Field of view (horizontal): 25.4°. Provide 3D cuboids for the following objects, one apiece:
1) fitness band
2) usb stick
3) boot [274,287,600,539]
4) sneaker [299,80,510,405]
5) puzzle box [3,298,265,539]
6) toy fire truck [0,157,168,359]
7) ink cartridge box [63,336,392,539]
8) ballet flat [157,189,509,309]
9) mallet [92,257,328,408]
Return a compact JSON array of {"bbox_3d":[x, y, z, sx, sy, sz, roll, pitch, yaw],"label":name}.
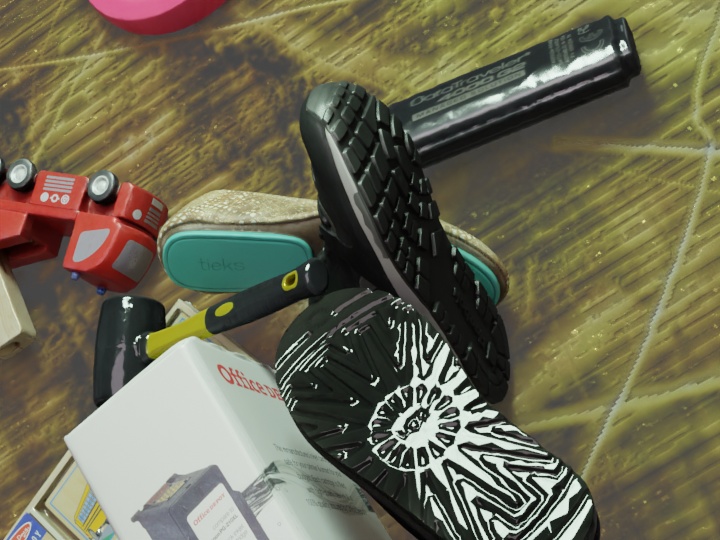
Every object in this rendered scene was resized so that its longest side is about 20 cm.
[{"bbox_3d":[-0.128,-0.253,1.063,0.142,0.037,0.202,-5,71,21],"label":"fitness band"},{"bbox_3d":[0.062,-0.091,0.908,0.199,0.033,0.056,-22,33,17],"label":"usb stick"},{"bbox_3d":[0.047,0.116,0.775,0.079,0.158,0.211,-37,51,-9],"label":"boot"},{"bbox_3d":[0.000,0.000,0.821,0.087,0.201,0.076,-12,33,26],"label":"sneaker"},{"bbox_3d":[-0.116,0.132,0.921,0.133,0.025,0.201,35,89,32],"label":"puzzle box"},{"bbox_3d":[-0.226,0.003,1.007,0.199,0.049,0.142,10,76,27],"label":"toy fire truck"},{"bbox_3d":[-0.041,0.145,0.792,0.084,0.145,0.201,-36,70,8],"label":"ink cartridge box"},{"bbox_3d":[-0.013,-0.017,0.896,0.198,0.071,0.065,8,34,7],"label":"ballet flat"},{"bbox_3d":[-0.084,0.020,0.867,0.200,0.041,0.066,-31,54,43],"label":"mallet"}]
